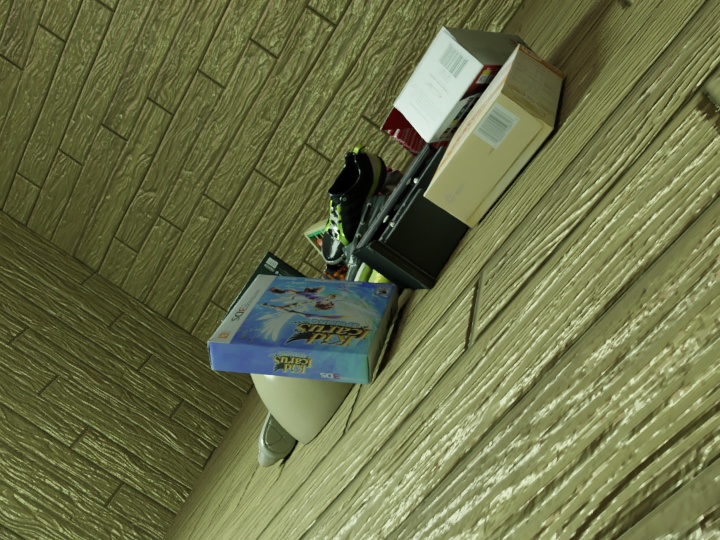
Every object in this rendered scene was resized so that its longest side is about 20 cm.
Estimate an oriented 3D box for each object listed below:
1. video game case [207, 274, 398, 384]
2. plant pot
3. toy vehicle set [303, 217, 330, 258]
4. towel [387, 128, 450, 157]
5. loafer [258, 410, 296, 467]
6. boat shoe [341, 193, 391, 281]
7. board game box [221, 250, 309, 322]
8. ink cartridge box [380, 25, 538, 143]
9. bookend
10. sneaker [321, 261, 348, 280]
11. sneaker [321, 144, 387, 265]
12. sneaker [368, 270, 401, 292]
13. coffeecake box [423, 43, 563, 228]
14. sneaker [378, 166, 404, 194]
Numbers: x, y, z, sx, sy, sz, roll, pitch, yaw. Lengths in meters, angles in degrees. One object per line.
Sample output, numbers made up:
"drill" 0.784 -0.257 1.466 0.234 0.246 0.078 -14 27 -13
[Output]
"video game case" -0.066 0.068 0.942 0.181 0.200 0.046 -64 -25 -60
"plant pot" -0.081 0.125 1.053 0.200 0.134 0.200 -56 5 7
"toy vehicle set" -0.015 -0.045 1.343 0.027 0.124 0.200 -47 15 -26
"towel" 0.141 -0.235 1.200 0.145 0.022 0.200 -55 -39 6
"loafer" -0.115 0.221 1.176 0.063 0.072 0.200 -57 5 44
"boat shoe" 0.005 -0.031 1.156 0.074 0.066 0.200 24 -94 -62
"board game box" -0.102 0.080 1.181 0.135 0.200 0.028 -56 0 -5
"ink cartridge box" 0.150 -0.245 1.055 0.200 0.084 0.176 -16 -29 -48
"bookend" 0.088 -0.081 0.976 0.199 0.092 0.200 -56 5 -4
"sneaker" 0.000 0.000 1.232 0.200 0.112 0.078 -52 6 35
"sneaker" -0.031 -0.107 1.192 0.083 0.072 0.200 12 -77 -47
"sneaker" 0.052 -0.036 1.112 0.200 0.076 0.075 -59 16 -10
"coffeecake box" 0.165 -0.167 0.894 0.154 0.073 0.200 -54 4 35
"sneaker" 0.021 -0.141 1.308 0.095 0.079 0.200 -55 26 -11
